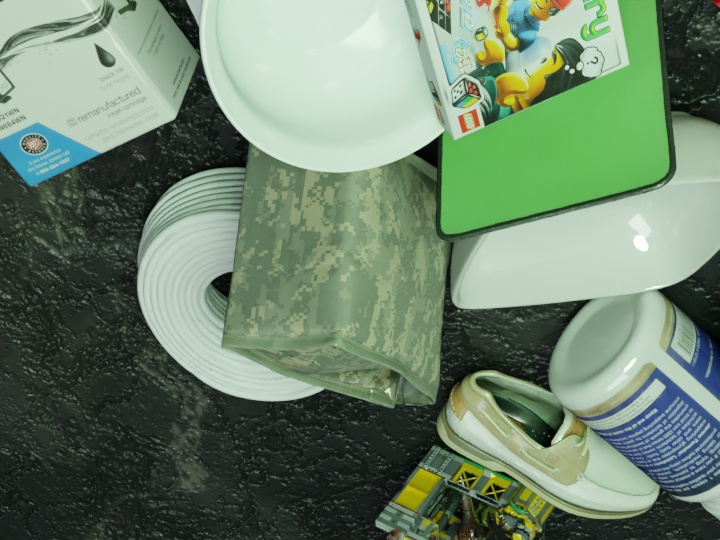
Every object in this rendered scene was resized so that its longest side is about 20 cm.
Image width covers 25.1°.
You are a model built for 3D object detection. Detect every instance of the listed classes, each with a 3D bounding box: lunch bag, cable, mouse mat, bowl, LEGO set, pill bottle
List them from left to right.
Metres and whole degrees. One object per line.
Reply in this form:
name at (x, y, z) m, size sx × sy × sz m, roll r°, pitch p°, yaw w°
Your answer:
cable at (-0.084, 0.014, 1.285) m, size 0.198 × 0.070 × 0.201 m, roll 22°, pitch 131°, yaw -8°
bowl at (-0.014, -0.172, 1.020) m, size 0.199 × 0.091 × 0.203 m, roll -10°, pitch 122°, yaw -16°
lunch bag at (0.000, 0.000, 1.152) m, size 0.116 × 0.166 × 0.200 m, roll -2°, pitch 163°, yaw 30°
LEGO set at (0.086, 0.260, 1.405) m, size 0.153 × 0.116 × 0.201 m, roll 27°, pitch 141°, yaw 20°
mouse mat at (0.123, -0.114, 1.052) m, size 0.159 × 0.202 × 0.008 m, roll -14°, pitch 140°, yaw 23°
bowl at (0.162, -0.046, 1.132) m, size 0.197 × 0.075 × 0.200 m, roll -5°, pitch 157°, yaw -12°
pill bottle at (0.252, 0.109, 1.269) m, size 0.200 × 0.116 × 0.115 m, roll 40°, pitch 126°, yaw -21°

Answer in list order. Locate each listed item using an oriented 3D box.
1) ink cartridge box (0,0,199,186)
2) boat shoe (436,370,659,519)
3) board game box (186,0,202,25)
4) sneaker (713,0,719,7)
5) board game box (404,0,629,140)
ink cartridge box at (-0.232, -0.179, 1.141) m, size 0.145 × 0.085 × 0.200 m, roll -21°, pitch 124°, yaw 27°
boat shoe at (0.164, 0.145, 1.344) m, size 0.198 × 0.075 × 0.069 m, roll 20°, pitch 137°, yaw -5°
board game box at (-0.035, -0.233, 1.082) m, size 0.197 × 0.044 × 0.201 m, roll -12°, pitch 127°, yaw 18°
sneaker at (0.252, -0.180, 1.063) m, size 0.114 × 0.078 × 0.202 m, roll 4°, pitch 119°, yaw 19°
board game box at (0.084, -0.191, 0.972) m, size 0.125 × 0.035 × 0.201 m, roll -24°, pitch 125°, yaw -7°
